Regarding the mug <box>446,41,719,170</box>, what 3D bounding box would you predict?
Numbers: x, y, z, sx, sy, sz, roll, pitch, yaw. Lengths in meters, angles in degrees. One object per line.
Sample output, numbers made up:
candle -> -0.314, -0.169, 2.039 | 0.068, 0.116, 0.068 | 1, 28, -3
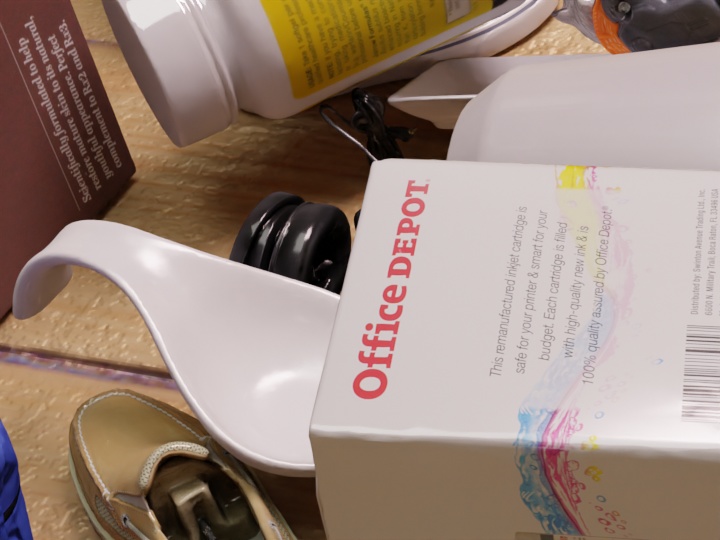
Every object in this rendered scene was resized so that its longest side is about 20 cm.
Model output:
mug -> 0.127, -0.025, 0.871 | 0.153, 0.187, 0.150 | 4, 71, 21

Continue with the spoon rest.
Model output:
spoon rest -> -0.068, 0.029, 0.857 | 0.200, 0.061, 0.099 | 23, 50, 21

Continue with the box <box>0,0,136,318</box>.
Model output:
box -> -0.263, -0.082, 1.028 | 0.200, 0.166, 0.164 | 15, 50, 31

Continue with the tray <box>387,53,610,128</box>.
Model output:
tray -> 0.123, -0.093, 0.998 | 0.200, 0.022, 0.107 | 0, 18, 18

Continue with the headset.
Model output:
headset -> 0.000, 0.000, 0.943 | 0.123, 0.094, 0.200 | -4, 58, 11

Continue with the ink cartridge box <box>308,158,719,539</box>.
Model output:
ink cartridge box -> 0.094, 0.059, 0.718 | 0.200, 0.145, 0.145 | 4, 44, 11

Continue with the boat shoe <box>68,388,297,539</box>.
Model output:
boat shoe -> -0.073, 0.099, 0.838 | 0.072, 0.076, 0.200 | -36, 44, -18

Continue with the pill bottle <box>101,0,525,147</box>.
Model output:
pill bottle -> -0.023, -0.146, 0.980 | 0.200, 0.114, 0.114 | -26, 42, -10

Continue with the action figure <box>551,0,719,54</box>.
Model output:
action figure -> 0.157, -0.160, 0.923 | 0.193, 0.200, 0.105 | -20, 38, 54

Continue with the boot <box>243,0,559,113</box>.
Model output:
boot -> 0.012, -0.157, 1.074 | 0.200, 0.090, 0.073 | -20, 42, -3

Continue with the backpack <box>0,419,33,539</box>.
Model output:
backpack -> -0.231, 0.092, 0.803 | 0.168, 0.200, 0.162 | -29, 42, -26
